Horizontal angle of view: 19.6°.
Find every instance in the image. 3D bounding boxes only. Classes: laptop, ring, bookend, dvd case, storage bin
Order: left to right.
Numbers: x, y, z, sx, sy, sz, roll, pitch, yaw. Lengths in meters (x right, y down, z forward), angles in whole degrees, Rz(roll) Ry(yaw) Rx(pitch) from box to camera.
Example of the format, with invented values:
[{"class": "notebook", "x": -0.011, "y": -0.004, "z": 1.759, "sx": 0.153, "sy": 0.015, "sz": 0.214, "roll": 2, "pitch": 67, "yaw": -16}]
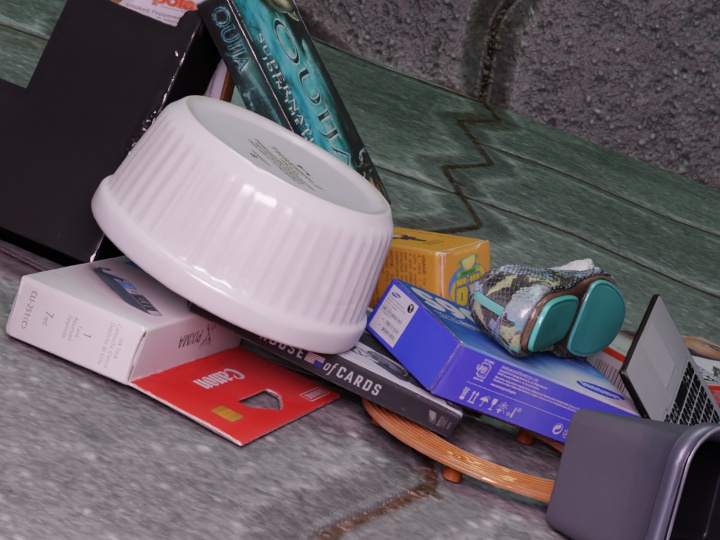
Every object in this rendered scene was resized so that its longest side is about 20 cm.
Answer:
[{"class": "bookend", "x": -0.234, "y": -0.120, "z": 1.517, "sx": 0.200, "sy": 0.199, "sz": 0.092, "roll": 21, "pitch": -8, "yaw": 9}, {"class": "dvd case", "x": -0.027, "y": 0.040, "z": 1.445, "sx": 0.200, "sy": 0.025, "sz": 0.150, "roll": 26, "pitch": 13, "yaw": -11}, {"class": "ring", "x": 0.093, "y": 0.124, "z": 1.451, "sx": 0.200, "sy": 0.019, "sz": 0.200, "roll": 20, "pitch": 11, "yaw": -4}, {"class": "storage bin", "x": 0.225, "y": 0.142, "z": 1.341, "sx": 0.200, "sy": 0.146, "sz": 0.134, "roll": 11, "pitch": 5, "yaw": -38}, {"class": "laptop", "x": 0.298, "y": 0.109, "z": 1.543, "sx": 0.200, "sy": 0.116, "sz": 0.187, "roll": 61, "pitch": 21, "yaw": -7}]

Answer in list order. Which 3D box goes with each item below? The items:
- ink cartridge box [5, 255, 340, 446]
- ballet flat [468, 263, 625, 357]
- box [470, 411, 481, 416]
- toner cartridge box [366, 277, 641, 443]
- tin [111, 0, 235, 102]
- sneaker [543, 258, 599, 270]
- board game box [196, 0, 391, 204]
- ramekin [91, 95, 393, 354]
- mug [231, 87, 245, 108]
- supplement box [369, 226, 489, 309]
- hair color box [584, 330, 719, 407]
[{"class": "ink cartridge box", "x": -0.114, "y": 0.046, "z": 1.391, "sx": 0.176, "sy": 0.045, "sz": 0.200, "roll": 23, "pitch": 12, "yaw": 14}, {"class": "ballet flat", "x": 0.130, "y": 0.022, "z": 1.475, "sx": 0.074, "sy": 0.074, "sz": 0.200, "roll": 25, "pitch": 6, "yaw": 22}, {"class": "box", "x": 0.054, "y": 0.056, "z": 1.647, "sx": 0.110, "sy": 0.035, "sz": 0.200, "roll": 21, "pitch": 12, "yaw": 0}, {"class": "toner cartridge box", "x": 0.105, "y": 0.072, "z": 1.471, "sx": 0.200, "sy": 0.043, "sz": 0.095, "roll": 22, "pitch": 16, "yaw": -40}, {"class": "tin", "x": -0.149, "y": -0.154, "z": 1.604, "sx": 0.112, "sy": 0.200, "sz": 0.042, "roll": 12, "pitch": 43, "yaw": -7}, {"class": "sneaker", "x": 0.160, "y": 0.031, "z": 1.801, "sx": 0.099, "sy": 0.078, "sz": 0.200, "roll": -2, "pitch": -14, "yaw": 10}, {"class": "board game box", "x": -0.045, "y": -0.118, "z": 1.527, "sx": 0.200, "sy": 0.028, "sz": 0.135, "roll": 64, "pitch": 20, "yaw": -7}, {"class": "ramekin", "x": -0.070, "y": -0.037, "z": 1.384, "sx": 0.202, "sy": 0.094, "sz": 0.202, "roll": 27, "pitch": 14, "yaw": -7}, {"class": "mug", "x": -0.210, "y": -0.145, "z": 1.898, "sx": 0.200, "sy": 0.148, "sz": 0.175, "roll": -8, "pitch": 4, "yaw": 31}, {"class": "supplement box", "x": 0.000, "y": 0.000, "z": 1.583, "sx": 0.200, "sy": 0.069, "sz": 0.066, "roll": 6, "pitch": 14, "yaw": 38}, {"class": "hair color box", "x": 0.264, "y": 0.099, "z": 1.737, "sx": 0.111, "sy": 0.064, "sz": 0.200, "roll": 29, "pitch": 14, "yaw": 37}]
